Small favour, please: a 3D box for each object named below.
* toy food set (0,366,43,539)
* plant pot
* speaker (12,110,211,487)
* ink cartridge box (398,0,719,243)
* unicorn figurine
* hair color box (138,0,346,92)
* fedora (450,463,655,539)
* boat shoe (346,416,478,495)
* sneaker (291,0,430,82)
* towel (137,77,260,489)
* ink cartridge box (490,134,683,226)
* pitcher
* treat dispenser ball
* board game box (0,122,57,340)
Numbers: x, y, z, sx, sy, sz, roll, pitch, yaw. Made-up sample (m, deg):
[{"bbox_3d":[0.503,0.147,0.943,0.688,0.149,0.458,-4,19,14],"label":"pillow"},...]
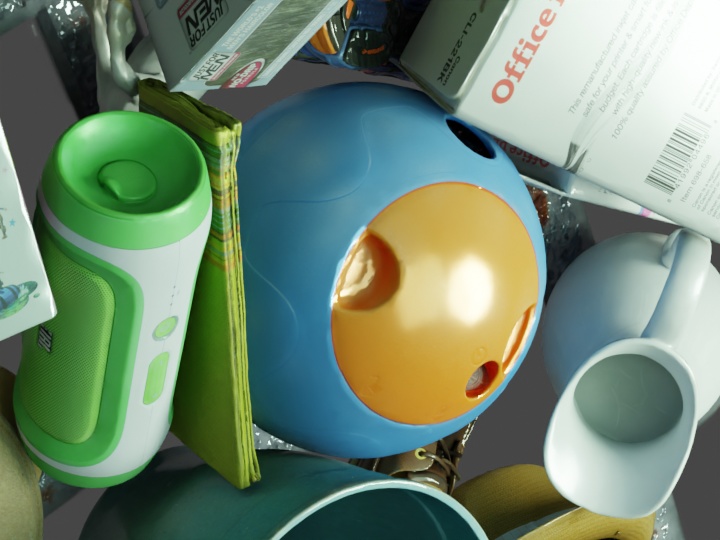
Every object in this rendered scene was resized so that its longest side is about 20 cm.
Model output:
[{"bbox_3d":[-0.253,0.140,1.111,0.197,0.049,0.201,2,101,-38],"label":"toy food set"},{"bbox_3d":[-0.056,0.186,1.187,0.199,0.188,0.202,-11,108,-35],"label":"plant pot"},{"bbox_3d":[-0.125,0.018,1.072,0.088,0.089,0.201,-23,146,-31],"label":"speaker"},{"bbox_3d":[0.141,-0.123,1.164,0.199,0.084,0.145,23,102,-31],"label":"ink cartridge box"},{"bbox_3d":[-0.112,-0.103,1.133,0.200,0.074,0.138,-41,133,-28],"label":"unicorn figurine"},{"bbox_3d":[-0.078,-0.199,1.058,0.060,0.099,0.201,-8,71,-36],"label":"hair color box"},{"bbox_3d":[0.087,0.181,1.347,0.200,0.082,0.201,-26,148,-18],"label":"fedora"},{"bbox_3d":[0.033,0.117,1.315,0.072,0.067,0.201,40,77,-38],"label":"boat shoe"},{"bbox_3d":[-0.001,-0.144,1.202,0.200,0.078,0.076,6,92,-64],"label":"sneaker"},{"bbox_3d":[-0.081,0.006,1.095,0.018,0.086,0.201,-17,120,-28],"label":"towel"},{"bbox_3d":[0.136,-0.077,1.310,0.199,0.116,0.068,12,95,-40],"label":"ink cartridge box"},{"bbox_3d":[0.176,0.032,1.311,0.121,0.200,0.172,23,114,2],"label":"pitcher"},{"bbox_3d":[0.000,0.000,1.170,0.200,0.200,0.202,-11,109,-35],"label":"treat dispenser ball"},{"bbox_3d":[-0.217,-0.077,1.012,0.064,0.147,0.201,-25,117,-21],"label":"board game box"}]
